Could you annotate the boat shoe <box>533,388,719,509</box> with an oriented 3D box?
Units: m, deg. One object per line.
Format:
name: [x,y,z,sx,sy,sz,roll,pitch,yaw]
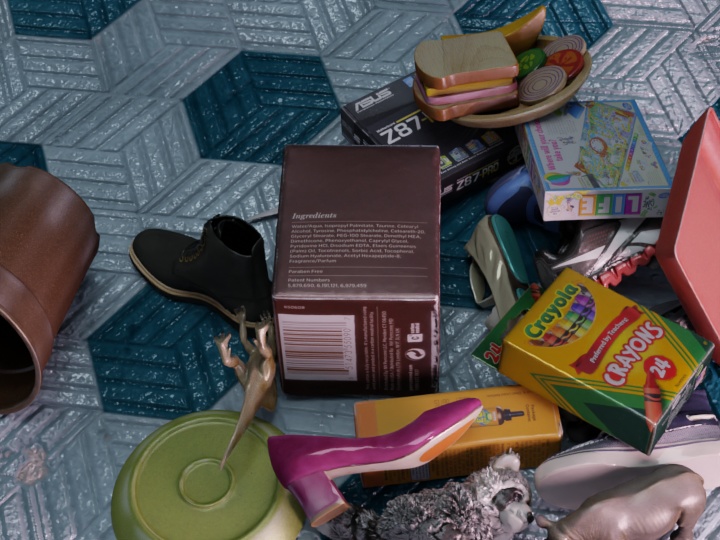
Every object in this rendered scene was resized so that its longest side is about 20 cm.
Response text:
boat shoe: [0.256,0.168,1.602,0.198,0.075,0.093,-4,45,-8]

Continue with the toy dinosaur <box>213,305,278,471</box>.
toy dinosaur: [-0.102,0.101,1.644,0.058,0.102,0.201,-9,29,17]

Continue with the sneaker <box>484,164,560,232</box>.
sneaker: [0.232,-0.070,1.782,0.198,0.074,0.083,-6,54,3]

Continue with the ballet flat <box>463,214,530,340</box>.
ballet flat: [0.152,0.031,1.723,0.069,0.070,0.201,-13,50,-5]

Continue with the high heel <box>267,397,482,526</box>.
high heel: [0.013,0.150,1.558,0.199,0.067,0.096,-33,71,1]

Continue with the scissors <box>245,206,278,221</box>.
scissors: [-0.028,-0.083,1.854,0.199,0.014,0.073,-29,57,-18]

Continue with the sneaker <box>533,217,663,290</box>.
sneaker: [0.261,-0.035,1.715,0.200,0.071,0.098,-35,93,-5]

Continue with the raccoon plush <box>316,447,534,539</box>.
raccoon plush: [0.067,0.213,1.571,0.199,0.097,0.134,24,50,23]

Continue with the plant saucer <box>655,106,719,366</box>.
plant saucer: [0.352,-0.024,1.669,0.036,0.200,0.201,-6,45,33]

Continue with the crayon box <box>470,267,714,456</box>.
crayon box: [0.221,0.077,1.597,0.199,0.051,0.127,28,50,22]

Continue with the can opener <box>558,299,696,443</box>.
can opener: [0.270,0.096,1.673,0.199,0.054,0.067,-34,25,-20]

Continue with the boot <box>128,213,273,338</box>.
boot: [-0.165,-0.027,1.746,0.199,0.139,0.078,23,57,23]

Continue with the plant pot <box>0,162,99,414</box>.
plant pot: [-0.376,0.009,1.719,0.198,0.202,0.199,12,45,15]

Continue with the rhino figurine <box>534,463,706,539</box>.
rhino figurine: [0.231,0.234,1.534,0.198,0.088,0.060,-18,52,-9]

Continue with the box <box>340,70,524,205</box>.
box: [0.102,-0.162,1.875,0.199,0.049,0.161,-27,52,-21]

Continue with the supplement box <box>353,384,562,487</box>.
supplement box: [0.095,0.159,1.621,0.198,0.069,0.067,-7,53,2]

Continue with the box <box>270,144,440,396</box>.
box: [0.000,0.000,1.688,0.162,0.167,0.202,0,52,3]

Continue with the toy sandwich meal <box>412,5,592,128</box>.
toy sandwich meal: [0.151,-0.225,1.818,0.203,0.071,0.206,-13,32,8]

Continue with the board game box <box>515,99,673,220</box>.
board game box: [0.241,-0.118,1.742,0.133,0.035,0.201,-1,32,-3]

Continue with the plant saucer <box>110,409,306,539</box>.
plant saucer: [-0.148,0.213,1.626,0.198,0.031,0.201,-3,51,3]
